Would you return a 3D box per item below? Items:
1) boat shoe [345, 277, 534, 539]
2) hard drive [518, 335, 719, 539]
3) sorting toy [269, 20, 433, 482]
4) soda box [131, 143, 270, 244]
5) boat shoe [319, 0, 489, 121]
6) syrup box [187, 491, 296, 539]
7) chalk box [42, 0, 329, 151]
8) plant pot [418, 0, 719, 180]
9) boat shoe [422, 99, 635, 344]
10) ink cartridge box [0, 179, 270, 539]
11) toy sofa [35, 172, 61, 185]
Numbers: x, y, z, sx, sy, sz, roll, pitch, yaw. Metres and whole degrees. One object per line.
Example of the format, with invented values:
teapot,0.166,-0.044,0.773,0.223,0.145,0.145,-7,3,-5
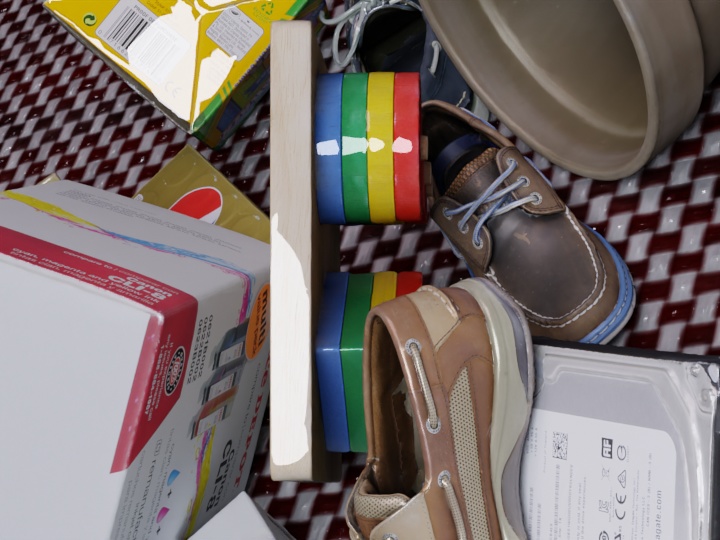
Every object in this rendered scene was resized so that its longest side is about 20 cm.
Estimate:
boat shoe,0.027,0.104,0.843,0.076,0.072,0.201,-1,90,62
hard drive,0.095,0.100,0.833,0.200,0.038,0.140,5,94,62
sorting toy,0.000,0.000,0.956,0.069,0.199,0.201,0,84,3
soda box,-0.068,0.002,1.157,0.068,0.064,0.200,-44,37,-3
boat shoe,0.021,-0.138,1.216,0.075,0.062,0.200,-35,36,16
syrup box,-0.029,0.198,0.911,0.079,0.081,0.200,-41,38,1
chalk box,-0.103,-0.162,1.265,0.124,0.124,0.200,-50,0,1
plant pot,0.146,-0.175,1.058,0.173,0.200,0.200,-36,33,-20
boat shoe,0.072,-0.025,1.047,0.072,0.072,0.200,-41,37,1
ink cartridge box,-0.137,0.050,0.974,0.144,0.200,0.146,18,103,13
toy sofa,-0.190,0.018,1.188,0.097,0.083,0.200,-36,19,-1
